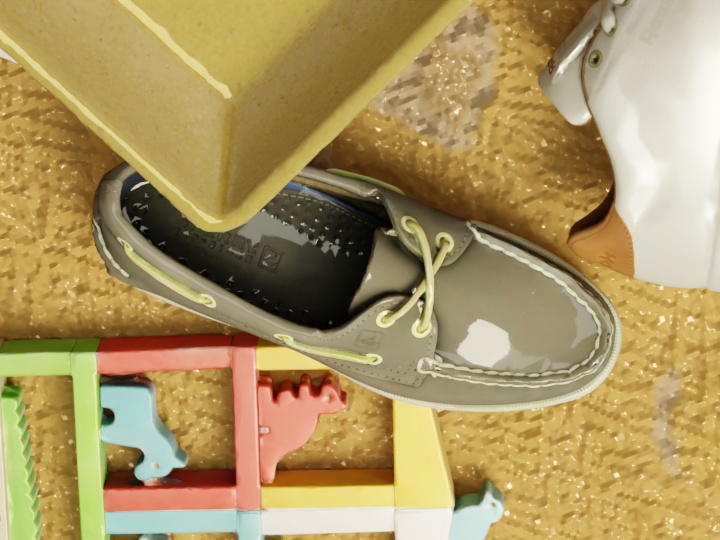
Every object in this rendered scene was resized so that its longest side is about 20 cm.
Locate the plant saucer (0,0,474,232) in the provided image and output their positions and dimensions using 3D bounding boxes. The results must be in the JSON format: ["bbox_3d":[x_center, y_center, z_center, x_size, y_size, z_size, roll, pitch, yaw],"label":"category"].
[{"bbox_3d":[-0.050,-0.146,0.910,0.200,0.048,0.200,42,112,-13],"label":"plant saucer"}]

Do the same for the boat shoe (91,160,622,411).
[{"bbox_3d":[-0.001,0.003,1.007,0.201,0.060,0.072,16,83,-1],"label":"boat shoe"}]

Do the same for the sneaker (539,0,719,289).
[{"bbox_3d":[0.106,-0.093,0.974,0.084,0.073,0.201,6,102,7],"label":"sneaker"}]

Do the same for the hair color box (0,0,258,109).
[{"bbox_3d":[-0.052,-0.155,0.976,0.100,0.061,0.201,22,106,-4],"label":"hair color box"}]

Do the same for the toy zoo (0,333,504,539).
[{"bbox_3d":[-0.045,0.089,1.065,0.199,0.020,0.132,-2,105,2],"label":"toy zoo"}]
